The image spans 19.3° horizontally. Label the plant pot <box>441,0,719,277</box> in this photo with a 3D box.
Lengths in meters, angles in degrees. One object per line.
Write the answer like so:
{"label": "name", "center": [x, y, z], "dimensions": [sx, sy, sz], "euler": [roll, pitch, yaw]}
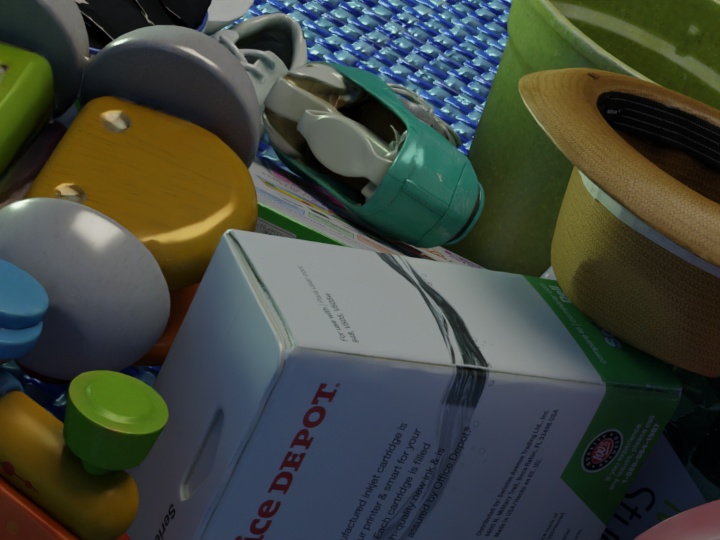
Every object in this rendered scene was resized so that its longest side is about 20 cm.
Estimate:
{"label": "plant pot", "center": [0.135, -0.056, 1.186], "dimensions": [0.199, 0.185, 0.201], "euler": [22, 27, -12]}

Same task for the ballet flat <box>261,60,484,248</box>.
{"label": "ballet flat", "center": [-0.010, -0.073, 1.085], "dimensions": [0.070, 0.068, 0.200], "euler": [32, 3, -36]}

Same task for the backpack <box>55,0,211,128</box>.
{"label": "backpack", "center": [-0.178, -0.122, 1.051], "dimensions": [0.189, 0.155, 0.200], "euler": [24, 32, 12]}

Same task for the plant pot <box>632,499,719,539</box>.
{"label": "plant pot", "center": [0.165, 0.172, 0.826], "dimensions": [0.199, 0.201, 0.179], "euler": [28, 11, 2]}

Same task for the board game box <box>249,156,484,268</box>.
{"label": "board game box", "center": [0.000, 0.000, 1.049], "dimensions": [0.152, 0.041, 0.200], "euler": [26, 6, -3]}

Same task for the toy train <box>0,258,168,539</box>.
{"label": "toy train", "center": [-0.101, 0.090, 0.785], "dimensions": [0.199, 0.116, 0.085], "euler": [35, 28, 16]}

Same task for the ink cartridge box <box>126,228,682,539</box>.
{"label": "ink cartridge box", "center": [0.012, 0.074, 0.885], "dimensions": [0.199, 0.147, 0.083], "euler": [9, 31, -34]}

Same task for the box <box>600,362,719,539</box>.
{"label": "box", "center": [0.160, 0.111, 0.958], "dimensions": [0.199, 0.145, 0.036], "euler": [35, 27, 16]}

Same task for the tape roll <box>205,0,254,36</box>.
{"label": "tape roll", "center": [-0.144, -0.218, 1.221], "dimensions": [0.202, 0.070, 0.204], "euler": [44, 33, -37]}

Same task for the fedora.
{"label": "fedora", "center": [0.140, -0.014, 0.908], "dimensions": [0.199, 0.082, 0.201], "euler": [21, 21, -8]}

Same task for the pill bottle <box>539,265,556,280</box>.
{"label": "pill bottle", "center": [0.168, 0.083, 1.044], "dimensions": [0.200, 0.120, 0.119], "euler": [42, 30, 27]}

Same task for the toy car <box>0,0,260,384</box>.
{"label": "toy car", "center": [-0.145, -0.025, 0.909], "dimensions": [0.198, 0.151, 0.176], "euler": [22, 46, 4]}

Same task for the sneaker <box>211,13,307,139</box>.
{"label": "sneaker", "center": [-0.081, -0.098, 1.184], "dimensions": [0.073, 0.071, 0.200], "euler": [27, 27, -1]}

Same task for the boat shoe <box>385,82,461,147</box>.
{"label": "boat shoe", "center": [0.026, -0.074, 1.221], "dimensions": [0.074, 0.065, 0.202], "euler": [29, 11, 5]}
